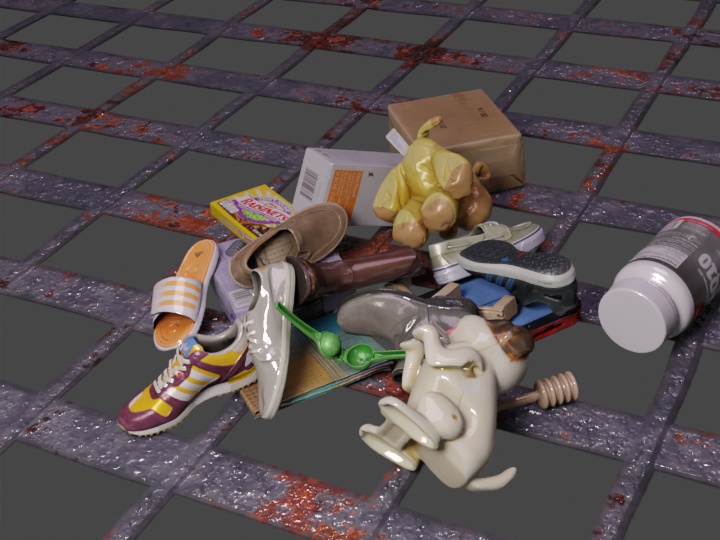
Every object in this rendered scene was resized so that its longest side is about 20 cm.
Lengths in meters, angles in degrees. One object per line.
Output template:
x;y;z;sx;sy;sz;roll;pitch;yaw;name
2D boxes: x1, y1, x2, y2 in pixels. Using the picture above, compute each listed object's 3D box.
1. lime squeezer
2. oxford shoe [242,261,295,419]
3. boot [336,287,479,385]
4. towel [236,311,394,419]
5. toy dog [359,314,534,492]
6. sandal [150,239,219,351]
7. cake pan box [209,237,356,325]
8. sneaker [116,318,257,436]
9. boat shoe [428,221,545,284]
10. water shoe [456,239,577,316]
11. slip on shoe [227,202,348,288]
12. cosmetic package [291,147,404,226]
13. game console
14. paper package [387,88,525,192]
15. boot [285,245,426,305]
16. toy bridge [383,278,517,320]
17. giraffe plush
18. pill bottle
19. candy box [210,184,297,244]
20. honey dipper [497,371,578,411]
-0.019;0.093;1.392;0.199;0.071;0.038;19;67;-5;lime squeezer
-0.119;0.085;1.398;0.058;0.201;0.075;7;-13;-19;oxford shoe
0.055;0.091;1.444;0.199;0.068;0.131;1;43;14;boot
-0.075;0.121;1.489;0.199;0.022;0.147;-19;36;-19;towel
0.123;0.136;1.299;0.193;0.140;0.200;30;61;12;toy dog
-0.258;0.023;1.583;0.079;0.059;0.207;-15;43;25;sandal
-0.121;0.008;1.641;0.184;0.052;0.200;-18;35;-16;cake pan box
-0.224;0.129;1.416;0.200;0.090;0.075;-28;38;-18;sneaker
0.187;-0.039;1.634;0.199;0.062;0.072;-22;8;-30;boat shoe
0.207;0.014;1.515;0.071;0.079;0.200;-29;26;-28;water shoe
-0.095;-0.040;1.582;0.199;0.076;0.061;-26;-4;-25;slip on shoe
0.002;-0.126;1.720;0.199;0.102;0.071;-2;26;-40;cosmetic package
0.185;0.051;1.551;0.199;0.031;0.177;-20;36;-22;game console
0.157;-0.209;1.886;0.190;0.104;0.200;-11;33;-12;paper package
0.000;0.000;1.492;0.199;0.065;0.186;-8;2;-11;boot
0.112;0.042;1.535;0.199;0.027;0.067;14;36;36;toy bridge
0.126;-0.113;1.670;0.172;0.162;0.201;-37;47;26;giraffe plush
0.408;0.020;1.493;0.114;0.114;0.200;20;41;33;pill bottle
-0.139;-0.072;1.700;0.102;0.027;0.200;-19;34;-28;candy box
0.169;0.169;1.373;0.199;0.038;0.038;-16;34;-10;honey dipper
